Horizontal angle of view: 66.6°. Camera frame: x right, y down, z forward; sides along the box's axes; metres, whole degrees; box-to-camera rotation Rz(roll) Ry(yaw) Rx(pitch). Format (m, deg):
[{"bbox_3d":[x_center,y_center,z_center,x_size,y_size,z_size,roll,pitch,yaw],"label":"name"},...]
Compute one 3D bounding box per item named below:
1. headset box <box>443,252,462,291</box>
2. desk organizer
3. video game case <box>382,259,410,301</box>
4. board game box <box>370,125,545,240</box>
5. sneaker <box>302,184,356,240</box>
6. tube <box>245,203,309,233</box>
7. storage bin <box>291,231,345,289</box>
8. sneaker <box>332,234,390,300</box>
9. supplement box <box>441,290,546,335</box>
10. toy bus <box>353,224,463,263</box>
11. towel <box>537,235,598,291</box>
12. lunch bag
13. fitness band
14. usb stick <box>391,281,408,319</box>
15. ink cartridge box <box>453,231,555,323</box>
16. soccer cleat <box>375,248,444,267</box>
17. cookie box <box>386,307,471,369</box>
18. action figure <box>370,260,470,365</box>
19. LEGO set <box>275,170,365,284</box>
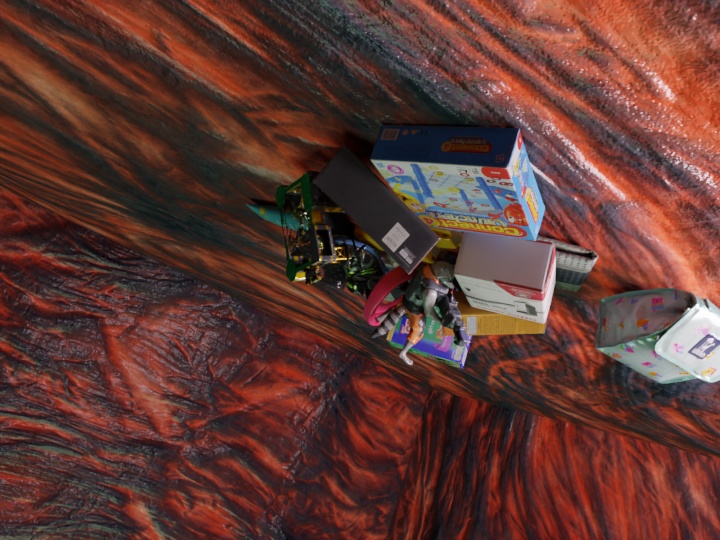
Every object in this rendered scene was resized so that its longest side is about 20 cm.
[{"bbox_3d":[0.232,0.039,1.175,0.145,0.077,0.200,18,165,5],"label":"headset box"},{"bbox_3d":[0.024,-0.093,0.844,0.200,0.072,0.077,44,-176,-3],"label":"desk organizer"},{"bbox_3d":[0.092,0.030,1.255,0.139,0.018,0.201,13,156,2],"label":"video game case"},{"bbox_3d":[0.141,-0.121,0.771,0.196,0.057,0.196,11,162,33],"label":"board game box"},{"bbox_3d":[-0.072,-0.102,1.094,0.119,0.084,0.200,11,150,52],"label":"sneaker"},{"bbox_3d":[-0.171,-0.120,1.231,0.197,0.051,0.077,14,159,39],"label":"tube"},{"bbox_3d":[-0.090,-0.022,1.259,0.132,0.096,0.200,16,179,-3],"label":"storage bin"},{"bbox_3d":[0.000,0.000,1.048,0.070,0.084,0.200,23,164,39],"label":"sneaker"},{"bbox_3d":[0.253,0.081,1.053,0.194,0.068,0.070,-3,134,12],"label":"supplement box"},{"bbox_3d":[0.085,-0.069,0.972,0.197,0.080,0.065,17,168,40],"label":"toy bus"},{"bbox_3d":[0.305,-0.020,0.975,0.195,0.035,0.193,14,167,18],"label":"towel"},{"bbox_3d":[0.533,0.107,0.930,0.167,0.125,0.199,27,156,-16],"label":"lunch bag"},{"bbox_3d":[0.076,0.044,1.092,0.038,0.145,0.198,46,-153,21],"label":"fitness band"},{"bbox_3d":[0.107,0.069,1.267,0.054,0.033,0.201,2,154,22],"label":"usb stick"},{"bbox_3d":[0.249,0.014,0.924,0.143,0.085,0.200,12,166,24],"label":"ink cartridge box"},{"bbox_3d":[0.094,-0.042,1.070,0.069,0.079,0.197,31,162,-38],"label":"soccer cleat"},{"bbox_3d":[0.185,0.132,1.384,0.195,0.175,0.075,14,162,20],"label":"cookie box"},{"bbox_3d":[0.111,0.071,0.971,0.103,0.196,0.201,21,-156,-27],"label":"action figure"},{"bbox_3d":[-0.061,-0.076,0.947,0.114,0.205,0.153,-2,160,-37],"label":"LEGO set"}]
